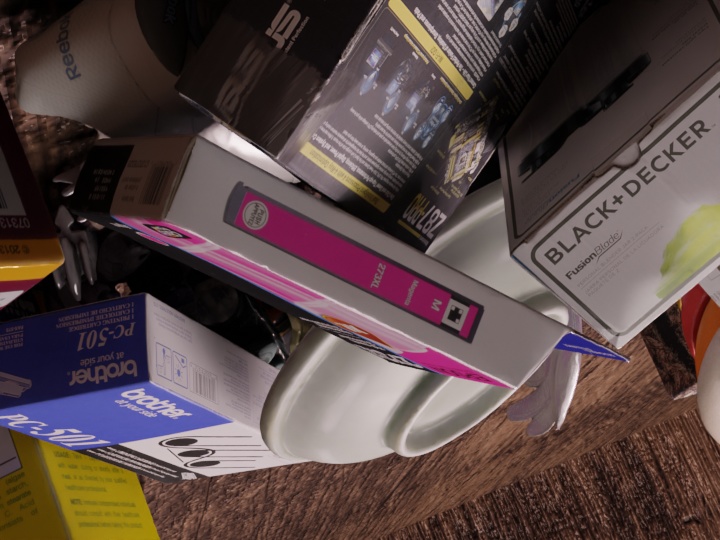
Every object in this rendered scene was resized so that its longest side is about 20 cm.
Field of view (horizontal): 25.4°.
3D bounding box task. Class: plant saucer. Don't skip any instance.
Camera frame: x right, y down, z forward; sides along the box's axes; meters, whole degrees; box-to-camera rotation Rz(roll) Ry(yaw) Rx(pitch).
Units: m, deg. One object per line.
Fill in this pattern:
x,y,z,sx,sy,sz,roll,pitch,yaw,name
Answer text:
0.045,0.036,0.762,0.199,0.050,0.200,-35,160,-15,plant saucer

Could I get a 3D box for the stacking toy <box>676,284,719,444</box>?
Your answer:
0.241,0.006,0.978,0.145,0.201,0.147,-8,126,-11,stacking toy

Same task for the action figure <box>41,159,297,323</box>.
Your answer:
-0.095,-0.015,0.766,0.129,0.070,0.200,-11,158,-25,action figure

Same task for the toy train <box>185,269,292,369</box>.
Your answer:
-0.053,0.027,0.953,0.114,0.085,0.200,-40,164,-8,toy train

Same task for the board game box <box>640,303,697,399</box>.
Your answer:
0.270,-0.028,1.092,0.096,0.160,0.200,-14,162,-33,board game box

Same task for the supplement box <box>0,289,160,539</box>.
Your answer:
-0.185,0.120,0.829,0.108,0.201,0.109,-26,165,11,supplement box

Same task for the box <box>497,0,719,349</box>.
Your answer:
0.115,-0.069,0.652,0.117,0.060,0.200,-43,-162,20,box

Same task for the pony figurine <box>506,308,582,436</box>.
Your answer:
0.116,-0.027,0.929,0.199,0.167,0.194,-28,153,-21,pony figurine

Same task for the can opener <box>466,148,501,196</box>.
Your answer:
0.107,-0.088,0.800,0.200,0.063,0.079,-38,138,-1,can opener

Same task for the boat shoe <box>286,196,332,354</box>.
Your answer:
0.000,0.000,0.820,0.074,0.069,0.200,21,152,2,boat shoe

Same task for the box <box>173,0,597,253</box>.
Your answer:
0.028,-0.095,0.570,0.162,0.049,0.200,-58,163,2,box

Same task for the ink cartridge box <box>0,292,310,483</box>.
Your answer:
-0.101,0.065,0.797,0.093,0.045,0.200,-11,160,18,ink cartridge box

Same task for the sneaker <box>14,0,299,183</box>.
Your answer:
-0.061,-0.075,0.637,0.086,0.075,0.200,-13,165,22,sneaker

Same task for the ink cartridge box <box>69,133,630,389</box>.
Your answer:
-0.003,0.005,0.594,0.199,0.037,0.094,24,172,-28,ink cartridge box

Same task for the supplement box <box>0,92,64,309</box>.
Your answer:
-0.224,0.007,0.603,0.199,0.086,0.110,-32,163,29,supplement box

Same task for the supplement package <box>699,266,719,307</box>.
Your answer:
0.253,-0.066,0.820,0.200,0.156,0.111,-42,180,-38,supplement package
